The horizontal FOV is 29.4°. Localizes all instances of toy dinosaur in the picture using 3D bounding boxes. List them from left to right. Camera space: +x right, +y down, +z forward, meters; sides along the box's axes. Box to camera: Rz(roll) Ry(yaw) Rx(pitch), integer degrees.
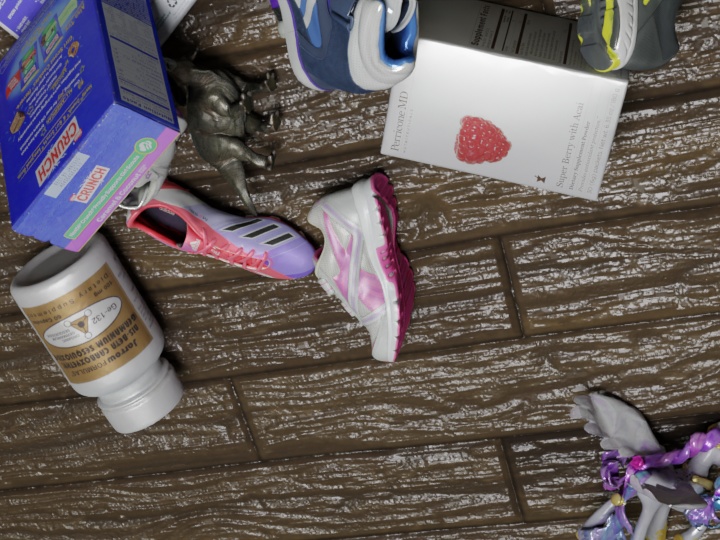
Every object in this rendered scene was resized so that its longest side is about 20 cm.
[{"bbox_3d":[-0.133,-0.146,1.337,0.102,0.077,0.200,8,139,26],"label":"toy dinosaur"}]

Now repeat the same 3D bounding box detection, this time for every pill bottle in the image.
[{"bbox_3d":[-0.274,0.070,1.463,0.114,0.115,0.201,-18,115,22],"label":"pill bottle"}]

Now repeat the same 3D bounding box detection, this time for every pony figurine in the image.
[{"bbox_3d":[0.306,0.220,1.421,0.192,0.167,0.201,6,124,-30],"label":"pony figurine"}]

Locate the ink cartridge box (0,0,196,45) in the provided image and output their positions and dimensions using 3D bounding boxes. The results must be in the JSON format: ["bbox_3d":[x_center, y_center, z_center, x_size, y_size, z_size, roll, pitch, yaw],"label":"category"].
[{"bbox_3d":[-0.258,-0.283,1.288,0.200,0.043,0.198,37,121,-13],"label":"ink cartridge box"}]

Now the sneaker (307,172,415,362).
[{"bbox_3d":[0.000,0.000,1.386,0.088,0.081,0.201,-5,111,17],"label":"sneaker"}]

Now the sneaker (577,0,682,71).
[{"bbox_3d":[0.233,-0.263,1.158,0.084,0.074,0.201,6,93,-30],"label":"sneaker"}]

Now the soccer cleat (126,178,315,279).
[{"bbox_3d":[-0.142,-0.032,1.394,0.199,0.077,0.067,24,123,-2],"label":"soccer cleat"}]

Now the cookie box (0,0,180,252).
[{"bbox_3d":[-0.249,-0.149,1.221,0.075,0.201,0.171,20,129,-39],"label":"cookie box"}]

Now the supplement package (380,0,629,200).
[{"bbox_3d":[0.131,-0.159,1.230,0.199,0.120,0.122,12,123,5],"label":"supplement package"}]

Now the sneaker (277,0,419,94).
[{"bbox_3d":[-0.008,-0.245,1.124,0.146,0.080,0.201,3,109,49],"label":"sneaker"}]

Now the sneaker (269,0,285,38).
[{"bbox_3d":[0.001,-0.281,1.218,0.199,0.070,0.100,-16,108,18],"label":"sneaker"}]

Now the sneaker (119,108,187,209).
[{"bbox_3d":[-0.219,-0.104,1.308,0.075,0.200,0.100,23,80,-9],"label":"sneaker"}]
